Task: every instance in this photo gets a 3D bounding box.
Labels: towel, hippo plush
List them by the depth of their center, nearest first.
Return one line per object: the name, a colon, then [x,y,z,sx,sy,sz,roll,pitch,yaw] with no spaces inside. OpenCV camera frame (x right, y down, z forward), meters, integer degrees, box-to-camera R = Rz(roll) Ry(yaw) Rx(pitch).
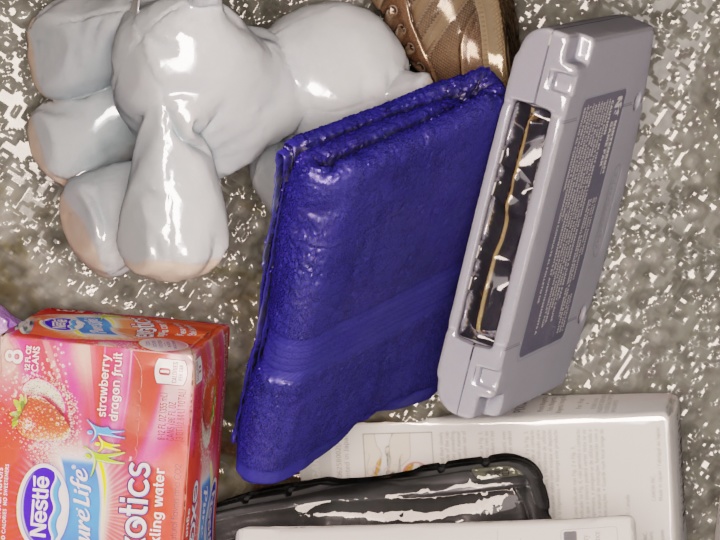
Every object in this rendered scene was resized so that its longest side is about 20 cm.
towel: [0.000,0.000,1.440,0.148,0.050,0.200,-28,143,-42]
hippo plush: [-0.065,-0.094,1.452,0.161,0.159,0.200,-7,117,-36]

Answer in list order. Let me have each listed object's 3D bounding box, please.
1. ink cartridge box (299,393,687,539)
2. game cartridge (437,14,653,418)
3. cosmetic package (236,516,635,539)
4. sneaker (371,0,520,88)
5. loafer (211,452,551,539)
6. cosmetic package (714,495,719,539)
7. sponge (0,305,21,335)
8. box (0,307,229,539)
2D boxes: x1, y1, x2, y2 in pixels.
ink cartridge box: [0.074,0.150,1.552,0.200,0.057,0.163,-1,100,14]
game cartridge: [0.096,-0.030,1.469,0.041,0.133,0.200,20,105,24]
cosmetic package: [0.041,0.237,1.456,0.200,0.123,0.199,-2,127,4]
sneaker: [0.036,-0.144,1.484,0.076,0.070,0.200,-8,96,11]
loafer: [0.000,0.141,1.503,0.201,0.068,0.070,-8,90,7]
cosmetic package: [0.258,0.180,1.492,0.123,0.200,0.199,5,99,-8]
sponge: [-0.197,0.080,1.501,0.200,0.030,0.112,38,93,-12]
box: [-0.127,0.124,1.445,0.100,0.095,0.200,5,99,7]
